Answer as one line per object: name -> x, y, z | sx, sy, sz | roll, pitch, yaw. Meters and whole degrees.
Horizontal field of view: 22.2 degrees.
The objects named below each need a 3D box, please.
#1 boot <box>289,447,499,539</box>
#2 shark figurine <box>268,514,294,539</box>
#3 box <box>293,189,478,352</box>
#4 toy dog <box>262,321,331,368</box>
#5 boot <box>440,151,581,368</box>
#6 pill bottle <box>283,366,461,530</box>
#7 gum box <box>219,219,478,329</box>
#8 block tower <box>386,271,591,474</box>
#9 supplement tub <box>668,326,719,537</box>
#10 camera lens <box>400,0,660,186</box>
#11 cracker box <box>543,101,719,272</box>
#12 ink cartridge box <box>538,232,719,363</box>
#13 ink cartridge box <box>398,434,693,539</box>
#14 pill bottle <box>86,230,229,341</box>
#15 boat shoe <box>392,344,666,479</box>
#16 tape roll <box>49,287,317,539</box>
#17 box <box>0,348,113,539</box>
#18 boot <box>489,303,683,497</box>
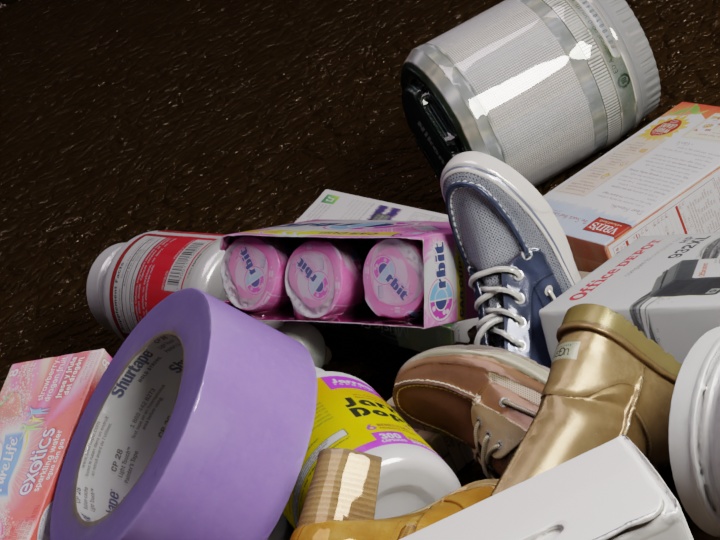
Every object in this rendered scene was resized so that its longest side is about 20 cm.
boot -> 0.049, 0.196, 1.093 | 0.071, 0.200, 0.145 | 126, 155, -63
shark figurine -> -0.081, 0.174, 1.256 | 0.127, 0.090, 0.215 | -20, 25, 8
box -> 0.022, 0.000, 1.510 | 0.199, 0.037, 0.144 | 12, 39, 28
toy dog -> -0.088, 0.090, 1.435 | 0.096, 0.133, 0.199 | 7, 1, -44
boot -> 0.105, 0.021, 1.250 | 0.072, 0.201, 0.090 | -18, 24, 43
pill bottle -> -0.012, 0.133, 1.238 | 0.104, 0.105, 0.200 | -29, 27, -11
gum box -> 0.000, 0.000, 1.354 | 0.199, 0.067, 0.113 | 2, 7, 38
block tower -> 0.104, 0.069, 1.333 | 0.200, 0.054, 0.058 | -40, 28, -30
supplement tub -> 0.283, 0.091, 0.993 | 0.199, 0.146, 0.145 | -2, 32, 43
camera lens -> 0.147, -0.161, 1.642 | 0.199, 0.161, 0.160 | -29, 23, -9
cracker box -> 0.237, -0.059, 1.468 | 0.199, 0.058, 0.134 | -33, 24, -20
ink cartridge box -> 0.241, 0.034, 1.205 | 0.199, 0.084, 0.145 | -3, 20, 42
ink cartridge box -> 0.105, 0.201, 0.863 | 0.145, 0.201, 0.085 | -25, 23, -1
pill bottle -> -0.155, 0.022, 1.615 | 0.112, 0.113, 0.199 | -39, 27, -31
boat shoe -> 0.104, 0.104, 1.194 | 0.199, 0.076, 0.072 | 11, 50, 29
tape roll -> -0.118, 0.119, 1.201 | 0.200, 0.085, 0.201 | -46, 28, 34
box -> -0.223, 0.168, 1.320 | 0.094, 0.103, 0.201 | -10, 46, 30
boot -> 0.147, 0.145, 1.079 | 0.066, 0.175, 0.201 | -27, 34, 59
